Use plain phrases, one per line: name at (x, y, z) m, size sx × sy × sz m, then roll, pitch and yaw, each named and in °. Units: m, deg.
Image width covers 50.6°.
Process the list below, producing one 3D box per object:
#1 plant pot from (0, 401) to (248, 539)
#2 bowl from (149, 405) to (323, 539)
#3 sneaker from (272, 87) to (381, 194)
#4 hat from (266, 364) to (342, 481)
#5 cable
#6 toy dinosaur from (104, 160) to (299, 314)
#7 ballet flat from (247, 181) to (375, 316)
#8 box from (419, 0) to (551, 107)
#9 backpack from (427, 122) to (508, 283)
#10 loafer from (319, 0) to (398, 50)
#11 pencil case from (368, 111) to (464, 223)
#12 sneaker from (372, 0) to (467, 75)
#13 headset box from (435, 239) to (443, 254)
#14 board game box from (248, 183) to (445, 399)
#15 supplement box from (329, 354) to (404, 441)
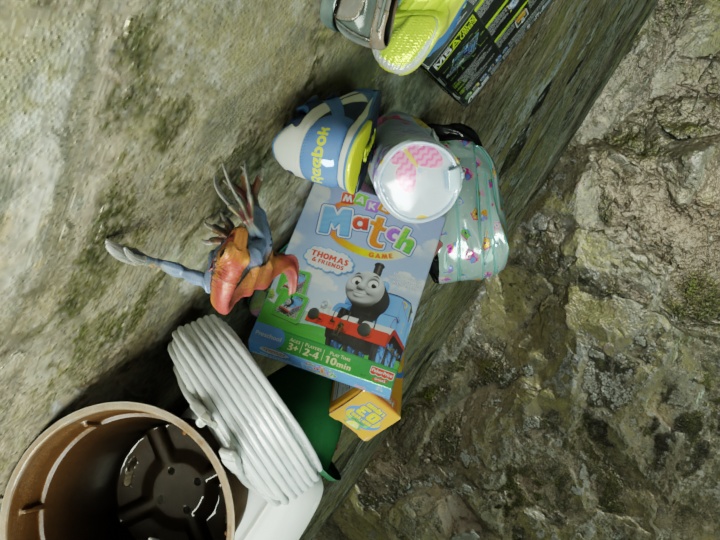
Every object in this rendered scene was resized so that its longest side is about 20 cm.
plant pot at (-0.196, 0.221, 0.719) m, size 0.201 × 0.199 × 0.198 m, roll -54°, pitch 174°, yaw -4°
bowl at (-0.165, 0.260, 0.857) m, size 0.201 × 0.199 × 0.075 m, roll -54°, pitch 165°, yaw -3°
sneaker at (-0.025, -0.131, 0.709) m, size 0.200 × 0.081 × 0.075 m, roll -69°, pitch 167°, yaw -69°
hat at (-0.031, 0.124, 0.925) m, size 0.176 × 0.200 × 0.166 m, roll -44°, pitch 128°, yaw -6°
cable at (-0.112, 0.131, 0.735) m, size 0.069 × 0.200 × 0.201 m, roll -34°, pitch 138°, yaw -10°
toy dinosaur at (-0.084, -0.013, 0.590) m, size 0.105 × 0.199 × 0.182 m, roll -48°, pitch -147°, yaw 15°
ballet flat at (-0.049, -0.019, 0.866) m, size 0.201 × 0.071 × 0.069 m, roll -54°, pitch 159°, yaw -4°
box at (0.150, -0.298, 0.879) m, size 0.201 × 0.047 × 0.193 m, roll -51°, pitch 161°, yaw 13°
backpack at (0.133, -0.084, 1.044) m, size 0.167 × 0.125 × 0.202 m, roll 56°, pitch 27°, yaw -67°
loafer at (0.038, -0.271, 0.591) m, size 0.201 × 0.063 × 0.072 m, roll -61°, pitch 165°, yaw 24°
pencil case at (0.052, -0.113, 0.806) m, size 0.200 × 0.090 × 0.084 m, roll -96°, pitch -165°, yaw -71°
sneaker at (0.079, -0.280, 0.724) m, size 0.201 × 0.076 × 0.105 m, roll -52°, pitch 180°, yaw 17°
headset box at (0.000, 0.000, 0.925) m, size 0.201 × 0.077 × 0.149 m, roll -55°, pitch -156°, yaw -3°
board game box at (-0.010, 0.012, 0.788) m, size 0.037 × 0.150 × 0.202 m, roll 97°, pitch 11°, yaw -63°
supplement box at (0.013, 0.103, 0.930) m, size 0.069 × 0.066 × 0.201 m, roll -35°, pitch -152°, yaw 31°
